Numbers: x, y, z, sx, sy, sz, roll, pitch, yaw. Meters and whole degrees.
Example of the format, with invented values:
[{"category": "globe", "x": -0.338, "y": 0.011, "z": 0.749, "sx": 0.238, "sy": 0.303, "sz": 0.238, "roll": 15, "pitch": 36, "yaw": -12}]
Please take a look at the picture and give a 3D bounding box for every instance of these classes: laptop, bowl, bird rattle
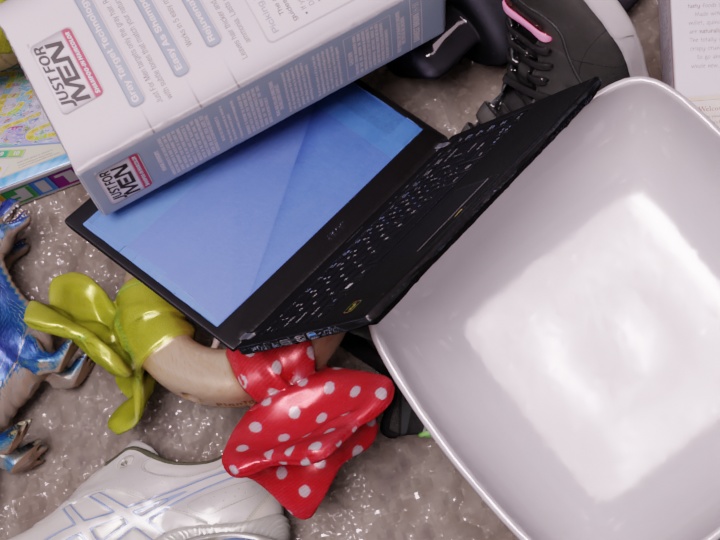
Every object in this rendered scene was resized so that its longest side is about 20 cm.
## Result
[{"category": "laptop", "x": -0.018, "y": -0.054, "z": 0.707, "sx": 0.177, "sy": 0.199, "sz": 0.104, "roll": -45, "pitch": 104, "yaw": -28}, {"category": "bowl", "x": 0.126, "y": 0.035, "z": 0.717, "sx": 0.200, "sy": 0.075, "sz": 0.200, "roll": -39, "pitch": 78, "yaw": -1}, {"category": "bird rattle", "x": -0.066, "y": 0.023, "z": 0.753, "sx": 0.198, "sy": 0.113, "sz": 0.164, "roll": 12, "pitch": 72, "yaw": 31}]

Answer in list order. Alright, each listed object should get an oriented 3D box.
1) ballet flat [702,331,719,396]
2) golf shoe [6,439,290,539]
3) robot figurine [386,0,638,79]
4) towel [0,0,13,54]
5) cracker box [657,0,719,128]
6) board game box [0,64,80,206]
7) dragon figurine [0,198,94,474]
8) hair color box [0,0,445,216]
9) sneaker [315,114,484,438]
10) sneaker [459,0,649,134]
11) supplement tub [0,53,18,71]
[{"category": "ballet flat", "x": 0.211, "y": 0.107, "z": 0.766, "sx": 0.072, "sy": 0.068, "sz": 0.202, "roll": -8, "pitch": 71, "yaw": -16}, {"category": "golf shoe", "x": -0.136, "y": 0.143, "z": 0.792, "sx": 0.198, "sy": 0.079, "sz": 0.098, "roll": -7, "pitch": 58, "yaw": -2}, {"category": "robot figurine", "x": 0.079, "y": -0.196, "z": 0.813, "sx": 0.200, "sy": 0.150, "sz": 0.125, "roll": -46, "pitch": 56, "yaw": -6}, {"category": "towel", "x": -0.095, "y": -0.160, "z": 0.764, "sx": 0.198, "sy": 0.086, "sz": 0.018, "roll": -17, "pitch": 55, "yaw": -31}, {"category": "cracker box", "x": 0.236, "y": -0.136, "z": 0.819, "sx": 0.132, "sy": 0.058, "sz": 0.202, "roll": -1, "pitch": 77, "yaw": 5}, {"category": "board game box", "x": -0.225, "y": -0.103, "z": 0.870, "sx": 0.198, "sy": 0.034, "sz": 0.136, "roll": -20, "pitch": 75, "yaw": 1}, {"category": "dragon figurine", "x": -0.216, "y": 0.062, "z": 0.815, "sx": 0.099, "sy": 0.059, "sz": 0.201, "roll": 24, "pitch": 77, "yaw": 12}, {"category": "hair color box", "x": -0.067, "y": -0.123, "z": 0.723, "sx": 0.199, "sy": 0.061, "sz": 0.100, "roll": -29, "pitch": 73, "yaw": -6}, {"category": "sneaker", "x": 0.000, "y": 0.000, "z": 0.800, "sx": 0.083, "sy": 0.077, "sz": 0.201, "roll": -26, "pitch": 74, "yaw": -5}, {"category": "sneaker", "x": 0.091, "y": -0.095, "z": 0.758, "sx": 0.099, "sy": 0.200, "sz": 0.071, "roll": -39, "pitch": 54, "yaw": 1}, {"category": "supplement tub", "x": -0.207, "y": -0.183, "z": 0.795, "sx": 0.198, "sy": 0.145, "sz": 0.146, "roll": -23, "pitch": 75, "yaw": 0}]
